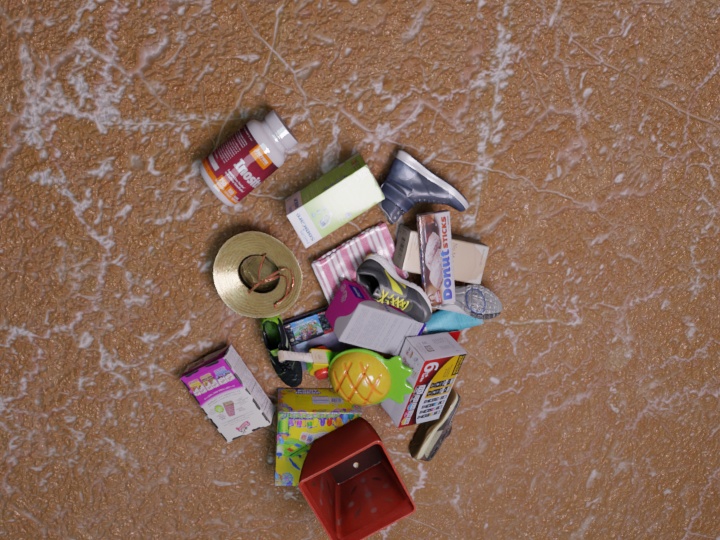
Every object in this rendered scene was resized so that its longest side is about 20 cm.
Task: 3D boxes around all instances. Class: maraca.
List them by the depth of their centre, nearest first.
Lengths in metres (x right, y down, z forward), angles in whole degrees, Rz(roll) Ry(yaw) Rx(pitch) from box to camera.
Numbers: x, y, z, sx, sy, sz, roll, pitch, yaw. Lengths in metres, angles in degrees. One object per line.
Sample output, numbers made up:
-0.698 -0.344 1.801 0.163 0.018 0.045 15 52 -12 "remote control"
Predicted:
0.022 0.239 1.603 0.195 0.107 0.141 2 115 15 "maraca"

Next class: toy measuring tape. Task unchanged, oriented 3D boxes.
-0.119 0.208 1.633 0.197 0.073 0.075 9 109 -42 "toy measuring tape"

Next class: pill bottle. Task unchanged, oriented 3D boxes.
-0.231 -0.237 1.505 0.199 0.113 0.113 -39 108 6 "pill bottle"

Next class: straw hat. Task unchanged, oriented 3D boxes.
-0.221 0.004 1.597 0.195 0.085 0.207 1 104 3 "straw hat"

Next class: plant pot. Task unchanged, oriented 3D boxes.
-0.016 0.447 1.592 0.196 0.177 0.203 -27 111 1 "plant pot"

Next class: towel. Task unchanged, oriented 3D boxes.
0.000 0.000 1.640 0.197 0.030 0.149 -30 109 -8 "towel"

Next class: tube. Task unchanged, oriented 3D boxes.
0.195 0.124 1.714 0.195 0.050 0.079 -20 107 -5 "tube"

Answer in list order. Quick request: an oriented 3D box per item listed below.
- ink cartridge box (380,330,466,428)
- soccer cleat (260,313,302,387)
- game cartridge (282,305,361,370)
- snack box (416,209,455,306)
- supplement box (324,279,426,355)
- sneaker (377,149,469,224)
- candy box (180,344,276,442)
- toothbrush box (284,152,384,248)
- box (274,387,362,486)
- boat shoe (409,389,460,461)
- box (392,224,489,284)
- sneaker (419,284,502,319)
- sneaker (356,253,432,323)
0.161 0.249 1.674 0.172 0.084 0.204 -5 127 -35 "ink cartridge box"
-0.184 0.185 1.633 0.066 0.081 0.204 -16 109 7 "soccer cleat"
-0.107 0.160 1.692 0.195 0.039 0.132 -19 113 -1 "game cartridge"
0.165 -0.026 1.570 0.070 0.024 0.206 -10 106 -13 "snack box"
0.033 0.111 1.620 0.197 0.102 0.105 16 114 -34 "supplement box"
0.129 -0.149 1.591 0.200 0.077 0.148 32 92 -11 "sneaker"
-0.305 0.287 1.674 0.134 0.061 0.203 -24 109 20 "candy box"
-0.059 -0.153 1.538 0.197 0.146 0.087 -31 110 3 "toothbrush box"
-0.105 0.397 1.720 0.194 0.122 0.198 3 107 -9 "box"
0.194 0.385 1.788 0.064 0.074 0.202 25 107 -25 "boat shoe"
0.181 -0.035 1.628 0.195 0.078 0.098 9 101 -17 "box"
0.229 0.065 1.663 0.195 0.087 0.077 13 86 7 "sneaker"
0.067 0.053 1.576 0.199 0.084 0.075 40 132 14 "sneaker"
